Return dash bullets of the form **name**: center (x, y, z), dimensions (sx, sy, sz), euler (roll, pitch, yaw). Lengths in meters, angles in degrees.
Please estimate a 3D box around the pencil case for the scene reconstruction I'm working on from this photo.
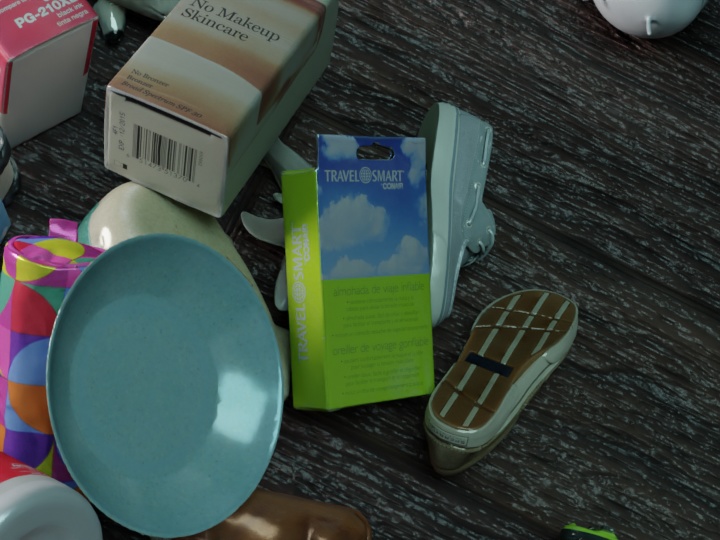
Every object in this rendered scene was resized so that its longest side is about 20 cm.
- **pencil case**: center (-0.213, 0.071, 0.973), dimensions (0.088, 0.088, 0.201), euler (6, 103, -13)

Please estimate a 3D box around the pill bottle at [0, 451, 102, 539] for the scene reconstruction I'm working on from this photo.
- **pill bottle**: center (-0.269, 0.161, 0.903), dimensions (0.199, 0.113, 0.112), euler (16, 54, 37)

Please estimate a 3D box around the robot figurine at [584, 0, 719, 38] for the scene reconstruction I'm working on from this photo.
- **robot figurine**: center (0.287, -0.294, 1.305), dimensions (0.169, 0.113, 0.200), euler (25, 59, 28)

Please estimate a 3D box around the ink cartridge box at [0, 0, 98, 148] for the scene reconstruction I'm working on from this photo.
- **ink cartridge box**: center (-0.298, -0.215, 1.085), dimensions (0.084, 0.145, 0.200), euler (-33, 79, -27)

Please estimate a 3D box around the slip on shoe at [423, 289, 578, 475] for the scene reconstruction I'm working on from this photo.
- **slip on shoe**: center (0.112, 0.087, 1.123), dimensions (0.076, 0.061, 0.200), euler (21, 42, 19)

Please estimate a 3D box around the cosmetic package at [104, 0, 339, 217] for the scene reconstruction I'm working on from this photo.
- **cosmetic package**: center (-0.101, -0.148, 1.060), dimensions (0.103, 0.087, 0.200), euler (22, 49, 7)

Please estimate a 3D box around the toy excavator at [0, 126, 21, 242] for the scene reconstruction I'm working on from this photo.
- **toy excavator**: center (-0.313, -0.013, 1.033), dimensions (0.194, 0.100, 0.201), euler (27, 75, -1)

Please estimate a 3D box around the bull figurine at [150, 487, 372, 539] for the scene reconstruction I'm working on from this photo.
- **bull figurine**: center (-0.090, 0.199, 1.011), dimensions (0.199, 0.065, 0.122), euler (13, 69, -7)

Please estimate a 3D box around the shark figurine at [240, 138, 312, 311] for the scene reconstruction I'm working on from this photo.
- **shark figurine**: center (-0.050, -0.075, 1.124), dimensions (0.128, 0.090, 0.215), euler (-11, 58, -34)

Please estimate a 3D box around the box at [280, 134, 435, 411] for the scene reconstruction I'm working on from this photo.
- **box**: center (0.000, 0.000, 1.067), dimensions (0.122, 0.048, 0.201), euler (-4, 92, -45)

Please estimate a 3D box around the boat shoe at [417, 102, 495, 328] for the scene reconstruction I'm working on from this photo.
- **boat shoe**: center (0.080, -0.043, 1.161), dimensions (0.071, 0.070, 0.202), euler (13, 66, -16)

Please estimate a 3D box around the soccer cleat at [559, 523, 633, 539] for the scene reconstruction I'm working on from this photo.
- **soccer cleat**: center (0.232, 0.266, 1.075), dimensions (0.200, 0.068, 0.081), euler (33, 75, -1)

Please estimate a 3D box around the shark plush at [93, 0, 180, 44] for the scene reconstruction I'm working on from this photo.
- **shark plush**: center (-0.209, -0.270, 1.203), dimensions (0.083, 0.091, 0.200), euler (-19, 51, -42)

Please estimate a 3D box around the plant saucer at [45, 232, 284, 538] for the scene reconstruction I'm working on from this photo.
- **plant saucer**: center (-0.136, 0.077, 0.943), dimensions (0.201, 0.039, 0.202), euler (11, 75, -46)

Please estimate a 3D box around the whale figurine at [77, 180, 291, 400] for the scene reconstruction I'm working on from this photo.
- **whale figurine**: center (-0.135, 0.027, 1.063), dimensions (0.200, 0.104, 0.159), euler (44, 29, -18)
